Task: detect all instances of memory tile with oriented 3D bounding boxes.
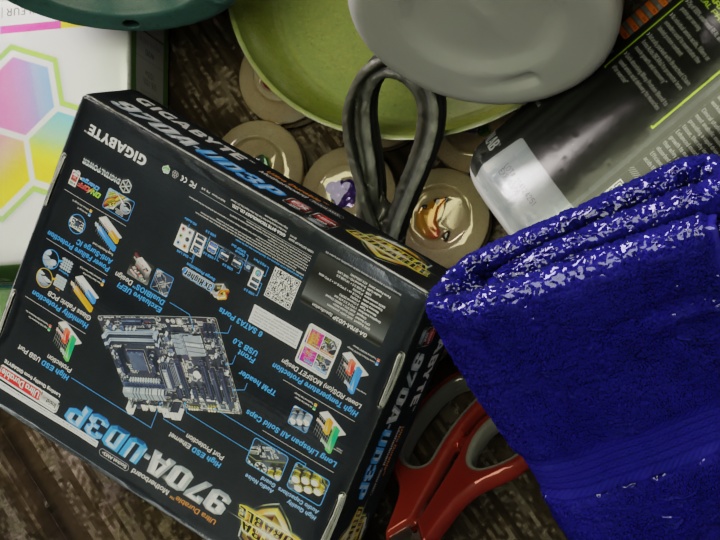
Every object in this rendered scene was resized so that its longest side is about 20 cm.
[{"bbox_3d":[0.001,-0.060,1.222,0.152,0.017,0.202,16,86,19],"label":"memory tile"}]

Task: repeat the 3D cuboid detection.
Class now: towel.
[{"bbox_3d":[0.131,0.054,1.076,0.147,0.200,0.050,-25,36,12],"label":"towel"}]

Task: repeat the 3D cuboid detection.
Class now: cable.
[{"bbox_3d":[0.000,0.000,1.154,0.097,0.050,0.201,33,123,13],"label":"cable"}]

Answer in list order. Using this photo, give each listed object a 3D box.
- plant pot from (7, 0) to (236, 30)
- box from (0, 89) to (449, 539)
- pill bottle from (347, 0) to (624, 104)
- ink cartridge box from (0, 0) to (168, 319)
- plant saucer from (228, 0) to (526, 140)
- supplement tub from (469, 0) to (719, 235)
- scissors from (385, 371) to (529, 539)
[{"bbox_3d":[-0.109,-0.222,1.168,0.198,0.200,0.190,-3,69,17],"label":"plant pot"},{"bbox_3d":[-0.067,0.031,1.149,0.199,0.046,0.160,29,109,21],"label":"box"},{"bbox_3d":[0.067,-0.186,1.115,0.119,0.120,0.201,-2,53,17],"label":"pill bottle"},{"bbox_3d":[-0.152,-0.045,1.246,0.103,0.059,0.202,-3,81,16],"label":"ink cartridge box"},{"bbox_3d":[0.034,-0.148,1.200,0.198,0.031,0.202,-6,67,14],"label":"plant saucer"},{"bbox_3d":[0.157,-0.066,1.116,0.200,0.122,0.123,-40,72,9],"label":"supplement tub"},{"bbox_3d":[0.016,0.125,1.139,0.073,0.014,0.200,20,61,36],"label":"scissors"}]
